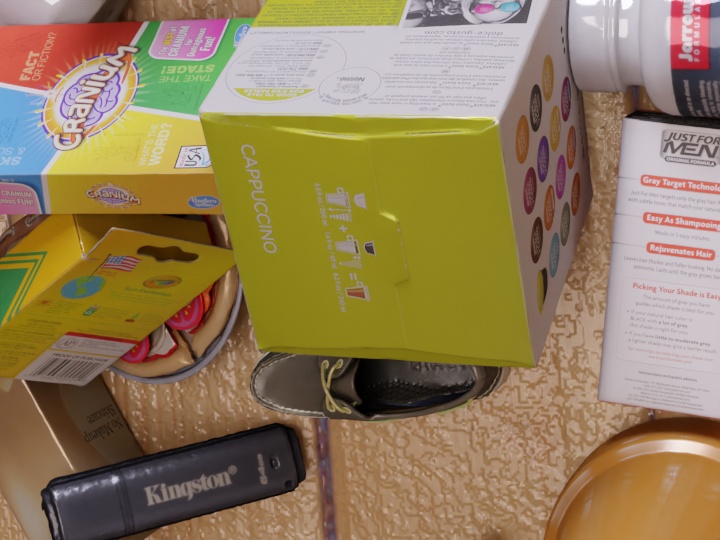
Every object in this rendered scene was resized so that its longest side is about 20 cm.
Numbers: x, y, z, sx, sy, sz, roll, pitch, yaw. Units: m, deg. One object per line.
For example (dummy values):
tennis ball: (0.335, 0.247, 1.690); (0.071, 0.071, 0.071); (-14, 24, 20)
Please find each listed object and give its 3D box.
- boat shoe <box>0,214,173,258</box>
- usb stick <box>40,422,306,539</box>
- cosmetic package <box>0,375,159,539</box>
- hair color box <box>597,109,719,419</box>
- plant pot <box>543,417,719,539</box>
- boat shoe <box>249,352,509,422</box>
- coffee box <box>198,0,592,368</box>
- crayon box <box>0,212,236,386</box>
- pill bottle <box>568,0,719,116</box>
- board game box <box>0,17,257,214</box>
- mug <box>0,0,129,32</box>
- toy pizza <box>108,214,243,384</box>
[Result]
boat shoe: (-0.206, -0.040, 1.471); (0.200, 0.076, 0.072); (-35, 66, 30)
usb stick: (-0.138, 0.160, 1.500); (0.200, 0.033, 0.056); (-13, 83, -20)
cosmetic package: (-0.234, 0.132, 1.554); (0.071, 0.105, 0.200); (-30, 91, 23)
hair color box: (0.225, -0.005, 1.391); (0.101, 0.061, 0.200); (8, 104, 18)
plant pot: (0.208, 0.218, 1.371); (0.200, 0.183, 0.201); (4, 101, 19)
boat shoe: (0.006, 0.076, 1.482); (0.201, 0.060, 0.072); (-6, 98, 20)
coffee box: (0.032, -0.074, 1.338); (0.200, 0.198, 0.200); (3, 129, 19)
crayon box: (-0.191, 0.011, 1.433); (0.200, 0.127, 0.051); (-36, 59, 34)
pill bottle: (0.243, -0.160, 1.324); (0.200, 0.120, 0.120); (2, 101, 19)
board game box: (-0.169, -0.105, 1.373); (0.200, 0.153, 0.040); (0, 138, 14)
mug: (-0.237, -0.242, 1.465); (0.153, 0.149, 0.187); (39, 128, 1)
toy pizza: (-0.171, -0.011, 1.515); (0.200, 0.032, 0.201); (7, 103, 35)
